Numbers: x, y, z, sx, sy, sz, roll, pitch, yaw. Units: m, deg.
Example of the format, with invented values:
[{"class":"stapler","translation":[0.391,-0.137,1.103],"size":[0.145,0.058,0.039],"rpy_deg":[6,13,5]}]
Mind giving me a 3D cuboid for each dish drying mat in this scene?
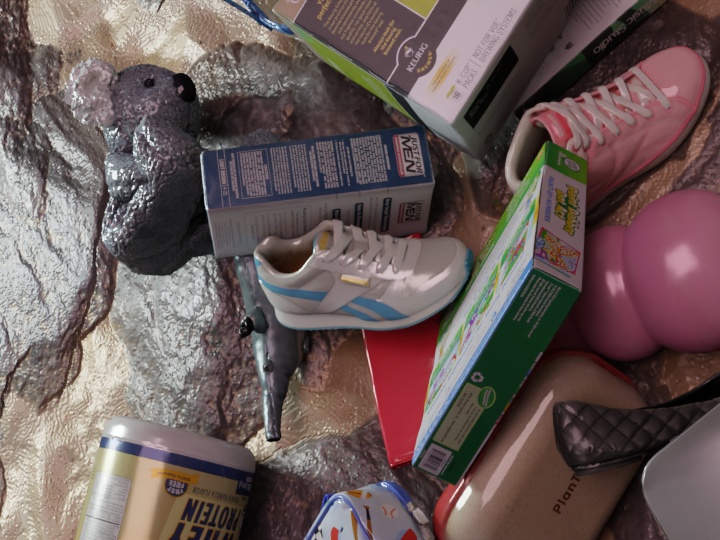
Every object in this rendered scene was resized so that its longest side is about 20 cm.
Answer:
[{"class":"dish drying mat","translation":[0.041,0.070,1.152],"size":[0.076,0.018,0.203],"rpy_deg":[-21,65,21]}]

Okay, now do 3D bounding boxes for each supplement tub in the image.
[{"class":"supplement tub","translation":[-0.181,0.243,1.147],"size":[0.142,0.144,0.203],"rpy_deg":[7,78,30]}]

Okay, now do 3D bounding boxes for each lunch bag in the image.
[{"class":"lunch bag","translation":[0.003,0.269,1.035],"size":[0.161,0.075,0.201],"rpy_deg":[58,135,32]}]

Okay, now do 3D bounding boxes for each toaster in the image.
[{"class":"toaster","translation":[0.300,0.190,0.878],"size":[0.118,0.180,0.202],"rpy_deg":[-37,60,18]}]

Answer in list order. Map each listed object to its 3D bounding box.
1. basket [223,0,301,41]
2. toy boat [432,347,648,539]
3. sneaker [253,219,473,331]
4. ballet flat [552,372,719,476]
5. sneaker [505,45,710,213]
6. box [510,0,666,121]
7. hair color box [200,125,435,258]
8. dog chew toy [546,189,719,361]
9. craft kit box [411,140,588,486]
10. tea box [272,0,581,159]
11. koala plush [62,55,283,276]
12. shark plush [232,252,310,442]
[{"class":"basket","translation":[-0.058,-0.304,1.214],"size":[0.177,0.199,0.139],"rpy_deg":[-51,51,5]},{"class":"toy boat","translation":[0.131,0.151,1.033],"size":[0.202,0.130,0.131],"rpy_deg":[-58,27,1]},{"class":"sneaker","translation":[0.000,0.000,1.108],"size":[0.197,0.081,0.077],"rpy_deg":[-9,42,24]},{"class":"ballet flat","translation":[0.233,0.099,0.955],"size":[0.197,0.066,0.058],"rpy_deg":[-15,85,-22]},{"class":"sneaker","translation":[0.202,-0.120,1.072],"size":[0.200,0.104,0.076],"rpy_deg":[-42,57,10]},{"class":"box","translation":[0.180,-0.250,1.166],"size":[0.200,0.036,0.145],"rpy_deg":[-41,60,13]},{"class":"hair color box","translation":[-0.038,-0.068,1.143],"size":[0.196,0.100,0.061],"rpy_deg":[-7,67,-5]},{"class":"dog chew toy","translation":[0.216,0.014,1.017],"size":[0.198,0.124,0.127],"rpy_deg":[-18,66,32]},{"class":"craft kit box","translation":[0.109,0.029,0.996],"size":[0.199,0.048,0.201],"rpy_deg":[-77,12,-56]},{"class":"tea box","translation":[0.068,-0.239,1.103],"size":[0.196,0.134,0.201],"rpy_deg":[35,93,17]},{"class":"koala plush","translation":[-0.197,-0.120,1.260],"size":[0.184,0.176,0.202],"rpy_deg":[-46,60,32]},{"class":"shark plush","translation":[-0.095,0.056,1.193],"size":[0.090,0.083,0.203],"rpy_deg":[-1,74,28]}]
